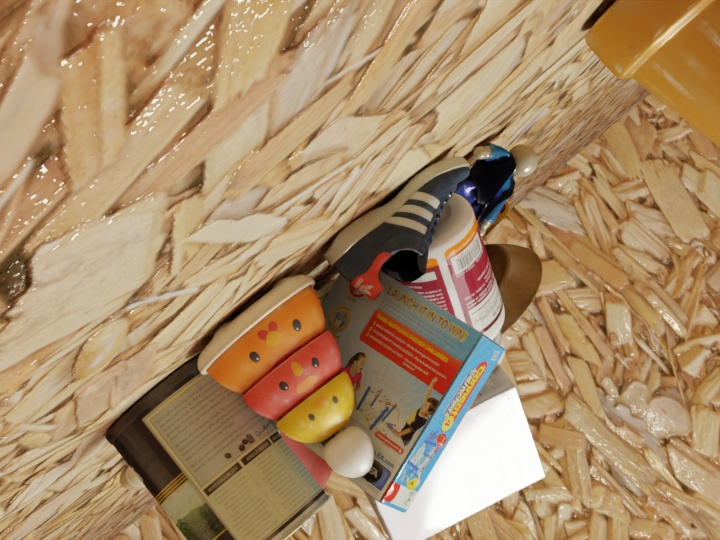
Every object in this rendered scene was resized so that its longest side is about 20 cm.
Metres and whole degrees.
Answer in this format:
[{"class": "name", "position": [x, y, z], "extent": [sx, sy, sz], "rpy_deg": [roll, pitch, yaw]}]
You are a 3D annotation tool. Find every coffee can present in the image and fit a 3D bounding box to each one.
[{"class": "coffee can", "position": [-0.147, 0.205, 1.472], "extent": [0.146, 0.200, 0.146], "rpy_deg": [-39, 175, -4]}]

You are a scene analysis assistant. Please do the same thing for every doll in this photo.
[{"class": "doll", "position": [0.141, -0.086, 1.690], "extent": [0.200, 0.048, 0.137], "rpy_deg": [-43, 145, -28]}]

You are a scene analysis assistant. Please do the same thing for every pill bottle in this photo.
[{"class": "pill bottle", "position": [0.097, 0.022, 1.582], "extent": [0.112, 0.201, 0.113], "rpy_deg": [-14, -147, 10]}]

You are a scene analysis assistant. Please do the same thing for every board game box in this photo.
[{"class": "board game box", "position": [0.018, 0.114, 1.470], "extent": [0.197, 0.199, 0.056], "rpy_deg": [-58, 142, 0]}]

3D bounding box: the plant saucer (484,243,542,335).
[{"class": "plant saucer", "position": [0.138, 0.030, 1.801], "extent": [0.199, 0.035, 0.201], "rpy_deg": [-31, -152, 18]}]

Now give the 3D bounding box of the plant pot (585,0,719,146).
[{"class": "plant pot", "position": [0.358, -0.226, 1.403], "extent": [0.200, 0.184, 0.200], "rpy_deg": [-39, 175, -4]}]

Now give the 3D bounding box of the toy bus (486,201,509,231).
[{"class": "toy bus", "position": [0.126, -0.062, 1.890], "extent": [0.065, 0.078, 0.200], "rpy_deg": [-37, 175, -23]}]

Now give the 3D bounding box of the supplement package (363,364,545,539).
[{"class": "supplement package", "position": [0.085, 0.194, 1.668], "extent": [0.199, 0.153, 0.151], "rpy_deg": [-26, -146, -6]}]

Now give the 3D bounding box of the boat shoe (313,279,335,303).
[{"class": "boat shoe", "position": [-0.045, 0.057, 1.629], "extent": [0.072, 0.065, 0.200], "rpy_deg": [-43, 170, 9]}]

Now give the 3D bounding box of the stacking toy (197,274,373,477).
[{"class": "stacking toy", "position": [-0.052, 0.118, 1.401], "extent": [0.146, 0.200, 0.146], "rpy_deg": [-39, 176, -3]}]

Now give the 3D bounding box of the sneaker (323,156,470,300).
[{"class": "sneaker", "position": [0.055, -0.041, 1.466], "extent": [0.200, 0.085, 0.075], "rpy_deg": [-38, 175, -27]}]

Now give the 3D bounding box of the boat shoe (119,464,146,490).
[{"class": "boat shoe", "position": [-0.247, 0.240, 1.904], "extent": [0.064, 0.072, 0.199], "rpy_deg": [-35, 171, 34]}]

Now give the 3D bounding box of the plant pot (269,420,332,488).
[{"class": "plant pot", "position": [-0.136, 0.197, 1.665], "extent": [0.200, 0.201, 0.177], "rpy_deg": [-40, 167, 5]}]
